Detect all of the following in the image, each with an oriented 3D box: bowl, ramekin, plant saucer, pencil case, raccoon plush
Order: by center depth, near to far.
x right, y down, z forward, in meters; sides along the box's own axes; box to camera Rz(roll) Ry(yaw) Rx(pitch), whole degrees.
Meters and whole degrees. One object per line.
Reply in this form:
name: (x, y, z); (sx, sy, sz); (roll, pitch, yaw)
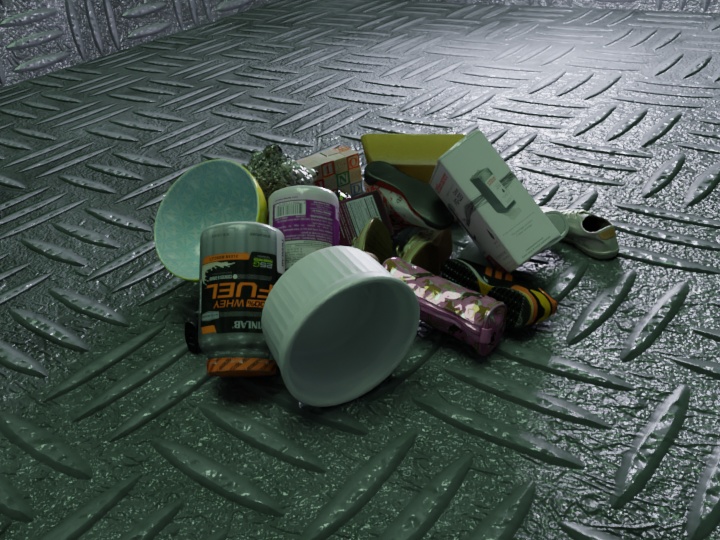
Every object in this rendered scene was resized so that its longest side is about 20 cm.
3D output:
ramekin: (-0.030, 0.066, 0.998); (0.199, 0.202, 0.098); (-20, 44, -23)
pencil case: (0.114, 0.049, 1.114); (0.199, 0.083, 0.087); (24, 58, 29)
bowl: (-0.221, -0.064, 1.248); (0.198, 0.108, 0.203); (-8, 68, 22)
raccoon plush: (-0.163, -0.122, 1.299); (0.199, 0.097, 0.134); (-38, 32, 4)
plant saucer: (0.105, -0.157, 1.411); (0.198, 0.201, 0.049); (4, 51, 18)

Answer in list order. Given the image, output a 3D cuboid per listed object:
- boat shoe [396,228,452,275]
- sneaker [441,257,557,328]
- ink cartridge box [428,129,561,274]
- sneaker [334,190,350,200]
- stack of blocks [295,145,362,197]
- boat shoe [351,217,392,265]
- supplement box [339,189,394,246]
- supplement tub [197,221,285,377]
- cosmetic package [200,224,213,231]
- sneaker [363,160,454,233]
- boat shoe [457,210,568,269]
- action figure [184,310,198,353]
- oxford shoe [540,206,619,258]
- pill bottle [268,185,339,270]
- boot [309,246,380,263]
boat shoe: (0.099, -0.021, 1.286); (0.062, 0.074, 0.200); (-1, 18, 25)
sneaker: (0.208, 0.034, 1.176); (0.089, 0.071, 0.200); (-2, 19, -35)
ink cartridge box: (0.199, -0.098, 1.187); (0.084, 0.201, 0.146); (-34, -6, -5)
sneaker: (-0.025, -0.105, 1.438); (0.197, 0.084, 0.071); (5, 30, 16)
stack of blocks: (-0.095, -0.157, 1.512); (0.198, 0.116, 0.058); (-22, 32, -24)
boat shoe: (0.001, 0.002, 1.214); (0.063, 0.073, 0.202); (-19, 46, 34)
supplement box: (-0.057, -0.058, 1.313); (0.198, 0.087, 0.110); (-18, -6, -20)
supplement tub: (-0.164, 0.043, 1.075); (0.121, 0.203, 0.123); (-2, -12, 0)
cosmetic package: (-0.186, -0.067, 1.383); (0.198, 0.108, 0.090); (-15, 29, -18)
sneaker: (0.083, -0.100, 1.335); (0.067, 0.109, 0.201); (-34, 53, -27)
boat shoe: (0.249, -0.036, 1.284); (0.198, 0.076, 0.060); (-20, -8, -4)
action figure: (-0.193, 0.052, 1.219); (0.129, 0.070, 0.200); (1, 26, 28)
oxford shoe: (0.369, -0.082, 1.341); (0.075, 0.058, 0.200); (-22, 31, -21)
pill bottle: (-0.085, -0.017, 1.175); (0.111, 0.203, 0.112); (-1, -13, 0)
boot: (-0.026, 0.000, 1.084); (0.074, 0.076, 0.199); (49, 36, 17)
